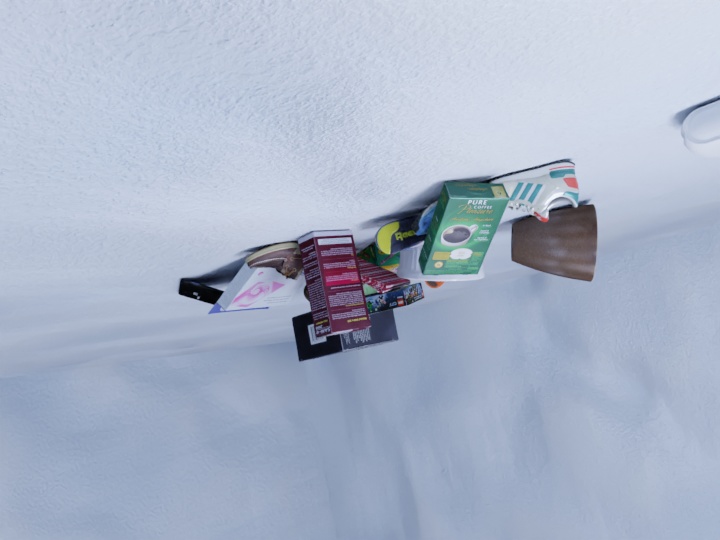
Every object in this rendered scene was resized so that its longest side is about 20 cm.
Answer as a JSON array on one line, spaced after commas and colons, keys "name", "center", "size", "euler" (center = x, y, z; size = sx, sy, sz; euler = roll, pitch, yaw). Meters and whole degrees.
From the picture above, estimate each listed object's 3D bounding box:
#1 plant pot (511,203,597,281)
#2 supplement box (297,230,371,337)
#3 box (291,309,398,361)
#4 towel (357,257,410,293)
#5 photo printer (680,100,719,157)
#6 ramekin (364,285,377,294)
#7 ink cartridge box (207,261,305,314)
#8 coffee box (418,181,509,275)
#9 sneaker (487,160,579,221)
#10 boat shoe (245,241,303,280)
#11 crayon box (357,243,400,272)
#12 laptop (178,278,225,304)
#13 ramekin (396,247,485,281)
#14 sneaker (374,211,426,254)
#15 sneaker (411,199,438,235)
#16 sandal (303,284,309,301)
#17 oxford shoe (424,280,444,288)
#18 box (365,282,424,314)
[{"name": "plant pot", "center": [0.475, -0.070, 1.800], "size": [0.194, 0.192, 0.187], "euler": [1, 174, 10]}, {"name": "supplement box", "center": [-0.053, 0.026, 1.462], "size": [0.107, 0.205, 0.060], "euler": [-4, 169, -41]}, {"name": "box", "center": [-0.041, 0.150, 1.879], "size": [0.195, 0.127, 0.198], "euler": [-4, 170, -42]}, {"name": "towel", "center": [0.000, 0.000, 1.599], "size": [0.197, 0.023, 0.144], "euler": [23, -165, 23]}, {"name": "photo printer", "center": [0.622, -0.242, 1.161], "size": [0.197, 0.071, 0.165], "euler": [-19, 170, 35]}, {"name": "ramekin", "center": [-0.048, 0.041, 1.925], "size": [0.195, 0.100, 0.200], "euler": [-12, 172, -2]}, {"name": "ink cartridge box", "center": [-0.218, 0.043, 1.631], "size": [0.194, 0.044, 0.201], "euler": [-4, 141, -51]}, {"name": "coffee box", "center": [0.187, -0.074, 1.337], "size": [0.120, 0.045, 0.203], "euler": [-1, 137, -14]}, {"name": "sneaker", "center": [0.307, -0.132, 1.334], "size": [0.195, 0.096, 0.070], "euler": [-15, 171, 12]}, {"name": "boat shoe", "center": [-0.140, -0.017, 1.501], "size": [0.196, 0.074, 0.072], "euler": [-8, 171, -29]}, {"name": "crayon box", "center": [0.100, -0.036, 1.783], "size": [0.195, 0.060, 0.118], "euler": [-9, 171, -24]}, {"name": "laptop", "center": [-0.320, 0.022, 1.713], "size": [0.195, 0.106, 0.177], "euler": [17, 164, -12]}, {"name": "ramekin", "center": [0.177, -0.037, 1.594], "size": [0.195, 0.101, 0.201], "euler": [0, -174, 0]}, {"name": "sneaker", "center": [0.117, -0.082, 1.475], "size": [0.195, 0.076, 0.082], "euler": [-11, -179, -15]}, {"name": "sneaker", "center": [0.191, -0.091, 1.405], "size": [0.196, 0.092, 0.079], "euler": [-10, 160, -28]}, {"name": "sandal", "center": [-0.056, 0.041, 1.788], "size": [0.198, 0.082, 0.055], "euler": [-28, 152, -39]}, {"name": "oxford shoe", "center": [0.240, -0.041, 1.852], "size": [0.200, 0.071, 0.073], "euler": [-44, 180, 28]}, {"name": "box", "center": [0.031, 0.072, 1.609], "size": [0.196, 0.039, 0.136], "euler": [-14, 179, 23]}]
